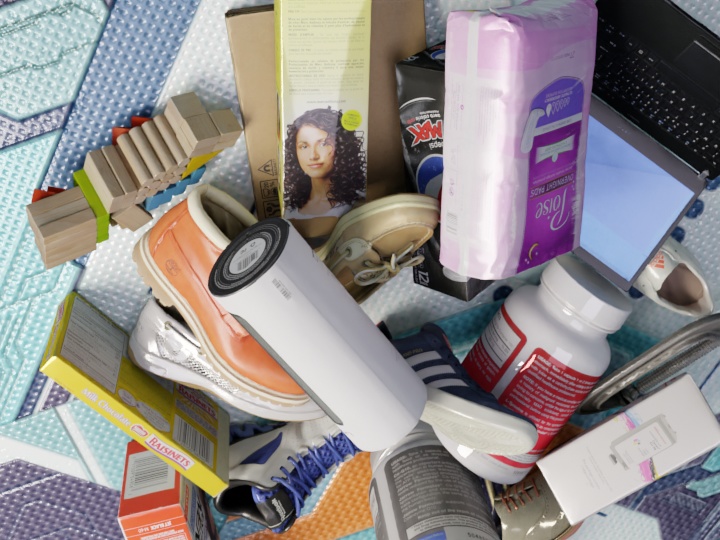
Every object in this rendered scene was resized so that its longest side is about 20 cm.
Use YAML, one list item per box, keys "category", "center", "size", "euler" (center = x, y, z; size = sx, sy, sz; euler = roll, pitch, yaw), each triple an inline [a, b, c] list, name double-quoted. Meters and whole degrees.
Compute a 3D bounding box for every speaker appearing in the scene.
- category: "speaker"
  center: [-0.029, 0.055, 0.782]
  size: [0.081, 0.082, 0.201]
  euler: [-34, 121, 10]

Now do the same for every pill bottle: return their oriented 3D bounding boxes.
- category: "pill bottle"
  center: [0.067, 0.234, 0.931]
  size: [0.111, 0.201, 0.116]
  euler: [-3, 119, -6]
- category: "pill bottle"
  center: [0.159, 0.090, 0.920]
  size: [0.111, 0.113, 0.202]
  euler: [25, 111, -20]

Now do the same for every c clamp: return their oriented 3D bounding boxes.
- category: "c clamp"
  center: [0.303, 0.090, 0.956]
  size: [0.199, 0.027, 0.170]
  euler: [-36, 156, 21]

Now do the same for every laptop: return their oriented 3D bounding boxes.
- category: "laptop"
  center: [0.216, -0.103, 0.799]
  size: [0.176, 0.200, 0.104]
  euler: [35, 64, -2]

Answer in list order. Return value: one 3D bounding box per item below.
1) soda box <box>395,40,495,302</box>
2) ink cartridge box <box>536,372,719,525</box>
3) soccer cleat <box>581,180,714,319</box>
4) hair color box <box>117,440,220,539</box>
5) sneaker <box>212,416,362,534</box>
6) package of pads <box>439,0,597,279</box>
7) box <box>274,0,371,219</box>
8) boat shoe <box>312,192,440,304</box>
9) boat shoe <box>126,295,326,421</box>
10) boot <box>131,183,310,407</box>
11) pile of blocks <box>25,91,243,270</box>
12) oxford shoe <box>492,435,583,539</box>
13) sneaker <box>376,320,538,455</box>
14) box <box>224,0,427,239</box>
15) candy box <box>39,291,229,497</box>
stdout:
- category: "soda box"
  center: [0.080, -0.081, 0.823]
  size: [0.070, 0.063, 0.203]
  euler: [-32, 127, -39]
- category: "ink cartridge box"
  center: [0.269, 0.152, 0.915]
  size: [0.198, 0.116, 0.068]
  euler: [-32, 77, 12]
- category: "soccer cleat"
  center: [0.247, -0.023, 0.894]
  size: [0.198, 0.078, 0.070]
  euler: [31, 110, -22]
- category: "hair color box"
  center: [-0.175, 0.272, 0.963]
  size: [0.063, 0.111, 0.203]
  euler: [-11, 119, -2]
- category: "sneaker"
  center: [-0.058, 0.188, 0.935]
  size: [0.196, 0.116, 0.081]
  euler: [-20, 120, 2]
- category: "package of pads"
  center: [0.119, -0.102, 0.752]
  size: [0.119, 0.075, 0.204]
  euler: [-20, 120, -41]
- category: "box"
  center: [-0.030, -0.142, 0.777]
  size: [0.074, 0.050, 0.203]
  euler: [-4, 117, -8]
- category: "boat shoe"
  center: [0.000, 0.000, 0.827]
  size: [0.072, 0.064, 0.199]
  euler: [8, 150, -33]
- category: "boat shoe"
  center: [-0.108, 0.077, 0.894]
  size: [0.197, 0.071, 0.070]
  euler: [19, 113, -16]
- category: "boot"
  center: [-0.094, 0.022, 0.820]
  size: [0.200, 0.075, 0.107]
  euler: [47, 126, -4]
- category: "pile of blocks"
  center: [-0.192, -0.082, 0.814]
  size: [0.198, 0.082, 0.063]
  euler: [-32, 75, -2]
- category: "oxford shoe"
  center: [0.182, 0.248, 1.031]
  size: [0.073, 0.071, 0.202]
  euler: [21, 112, -16]
- category: "sneaker"
  center: [0.076, 0.095, 0.879]
  size: [0.085, 0.198, 0.075]
  euler: [-57, 146, -24]
- category: "box"
  center: [-0.019, -0.126, 0.829]
  size: [0.160, 0.021, 0.203]
  euler: [-9, 118, -5]
- category: "candy box"
  center: [-0.193, 0.111, 0.880]
  size: [0.026, 0.103, 0.200]
  euler: [-40, 116, 13]
